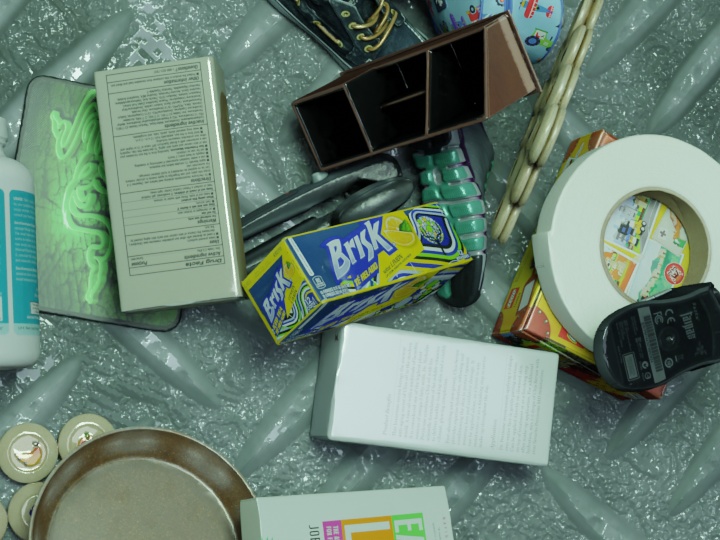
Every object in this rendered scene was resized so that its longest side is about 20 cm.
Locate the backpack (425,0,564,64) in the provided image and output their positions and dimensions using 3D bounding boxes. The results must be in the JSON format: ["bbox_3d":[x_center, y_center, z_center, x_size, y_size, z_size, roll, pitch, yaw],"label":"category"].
[{"bbox_3d":[0.098,-0.272,1.350,0.134,0.183,0.201,-9,91,-17],"label":"backpack"}]

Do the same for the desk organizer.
[{"bbox_3d":[0.042,-0.145,1.296,0.077,0.200,0.072,-34,104,-43],"label":"desk organizer"}]

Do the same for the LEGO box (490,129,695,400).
[{"bbox_3d":[0.230,-0.002,1.414,0.149,0.077,0.201,27,78,-12],"label":"LEGO box"}]

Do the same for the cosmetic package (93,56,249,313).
[{"bbox_3d":[-0.155,-0.068,1.293,0.105,0.071,0.201,-6,87,3],"label":"cosmetic package"}]

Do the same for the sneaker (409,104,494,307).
[{"bbox_3d":[0.097,-0.071,1.390,0.087,0.074,0.201,-17,103,-45],"label":"sneaker"}]

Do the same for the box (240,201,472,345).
[{"bbox_3d":[0.000,0.000,1.298,0.200,0.070,0.064,-16,69,-48],"label":"box"}]

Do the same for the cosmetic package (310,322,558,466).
[{"bbox_3d":[0.064,0.109,1.358,0.199,0.071,0.102,10,82,-15],"label":"cosmetic package"}]

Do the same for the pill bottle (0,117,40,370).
[{"bbox_3d":[-0.313,-0.020,1.241,0.110,0.111,0.201,-1,85,-16],"label":"pill bottle"}]

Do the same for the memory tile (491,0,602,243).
[{"bbox_3d":[0.159,-0.133,1.335,0.017,0.153,0.200,23,51,1],"label":"memory tile"}]

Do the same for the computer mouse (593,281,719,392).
[{"bbox_3d":[0.283,0.076,1.326,0.199,0.046,0.141,-21,97,-22],"label":"computer mouse"}]

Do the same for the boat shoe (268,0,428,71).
[{"bbox_3d":[0.002,-0.217,1.361,0.200,0.091,0.071,34,77,-11],"label":"boat shoe"}]

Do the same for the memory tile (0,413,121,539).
[{"bbox_3d":[-0.289,0.203,1.276,0.199,0.017,0.154,-8,87,-16],"label":"memory tile"}]

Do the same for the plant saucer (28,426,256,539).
[{"bbox_3d":[-0.172,0.225,1.260,0.200,0.034,0.201,11,61,-20],"label":"plant saucer"}]

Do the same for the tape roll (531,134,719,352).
[{"bbox_3d":[0.249,-0.018,1.361,0.202,0.037,0.204,1,85,-17],"label":"tape roll"}]

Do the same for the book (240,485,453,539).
[{"bbox_3d":[-0.007,0.251,1.304,0.199,0.048,0.134,1,78,-38],"label":"book"}]

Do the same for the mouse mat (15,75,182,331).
[{"bbox_3d":[-0.218,-0.056,1.327,0.160,0.008,0.201,10,81,-15],"label":"mouse mat"}]

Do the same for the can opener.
[{"bbox_3d":[-0.050,-0.047,1.348,0.199,0.079,0.064,-22,83,-4],"label":"can opener"}]
